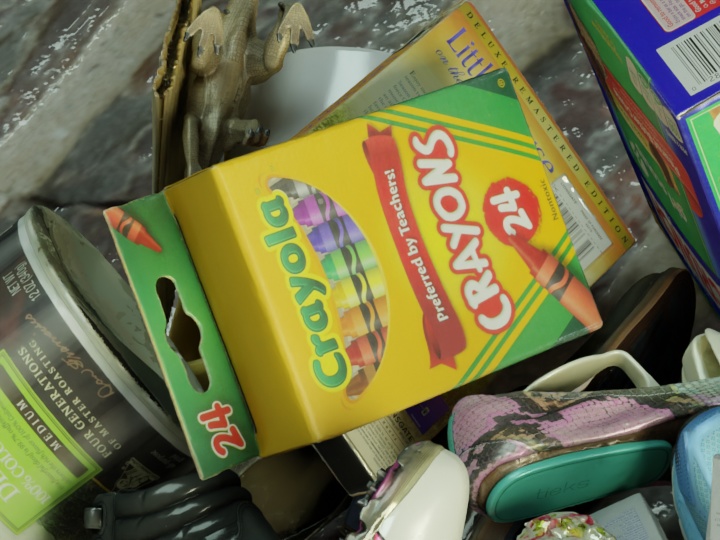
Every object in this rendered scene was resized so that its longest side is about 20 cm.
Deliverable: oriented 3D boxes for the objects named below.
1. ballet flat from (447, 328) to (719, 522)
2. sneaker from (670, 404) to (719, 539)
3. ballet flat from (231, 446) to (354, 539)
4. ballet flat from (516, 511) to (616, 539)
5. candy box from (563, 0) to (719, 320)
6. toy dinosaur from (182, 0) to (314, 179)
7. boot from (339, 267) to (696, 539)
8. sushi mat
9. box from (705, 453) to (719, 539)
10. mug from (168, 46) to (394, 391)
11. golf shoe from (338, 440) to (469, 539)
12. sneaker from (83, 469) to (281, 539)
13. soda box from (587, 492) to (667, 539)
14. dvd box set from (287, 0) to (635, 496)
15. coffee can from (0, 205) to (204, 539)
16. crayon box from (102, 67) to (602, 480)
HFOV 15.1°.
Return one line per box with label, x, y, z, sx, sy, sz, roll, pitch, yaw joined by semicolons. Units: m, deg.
ballet flat;0.132;0.063;1.178;0.200;0.069;0.071;-5;53;-16
sneaker;0.196;0.124;1.080;0.078;0.090;0.200;-34;61;-8
ballet flat;-0.055;0.119;1.252;0.200;0.067;0.046;-38;27;4
ballet flat;0.088;0.189;1.065;0.076;0.064;0.200;-6;73;7
candy box;0.168;-0.059;1.236;0.077;0.200;0.169;-29;40;0
toy dinosaur;-0.062;-0.098;1.271;0.058;0.101;0.200;18;74;-11
boot;0.073;0.067;1.249;0.097;0.075;0.200;17;58;35
sushi mat;-0.092;-0.054;1.325;0.012;0.200;0.096;9;51;1
box;0.172;0.176;0.980;0.156;0.041;0.200;9;91;64
mug;-0.011;0.005;1.337;0.149;0.187;0.153;16;58;-3
golf shoe;0.016;0.169;1.082;0.092;0.073;0.200;17;89;7
sneaker;-0.109;0.157;1.205;0.200;0.071;0.099;-32;71;22
soda box;0.048;0.175;1.154;0.200;0.068;0.063;-24;42;2
dvd box set;0.023;-0.014;1.244;0.200;0.146;0.029;-42;12;-33
coffee can;-0.186;0.086;1.277;0.200;0.146;0.146;-38;41;5
crayon box;0.000;0.000;1.177;0.200;0.127;0.051;-21;1;-34
